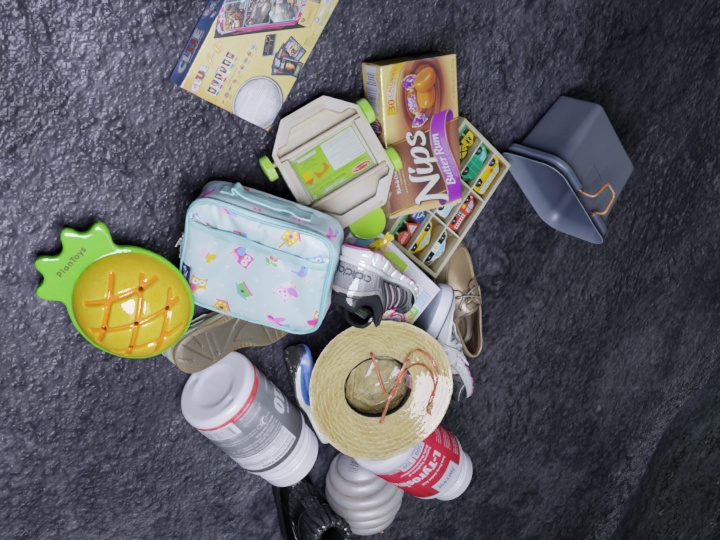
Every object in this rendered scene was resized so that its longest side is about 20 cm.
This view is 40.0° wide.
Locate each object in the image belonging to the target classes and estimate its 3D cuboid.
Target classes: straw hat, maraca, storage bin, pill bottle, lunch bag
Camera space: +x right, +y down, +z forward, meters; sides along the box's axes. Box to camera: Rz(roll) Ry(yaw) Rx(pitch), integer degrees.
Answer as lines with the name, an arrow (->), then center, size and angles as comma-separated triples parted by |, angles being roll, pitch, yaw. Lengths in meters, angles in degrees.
straw hat -> 0.021, 0.157, 1.361 | 0.199, 0.085, 0.204 | -1, 96, -12
maraca -> -0.286, 0.027, 1.165 | 0.137, 0.107, 0.200 | -48, 121, 3
storage bin -> 0.328, -0.156, 1.479 | 0.135, 0.145, 0.200 | -54, 133, -10
pill bottle -> -0.146, 0.209, 1.363 | 0.114, 0.114, 0.200 | -44, 133, -5
lunch bag -> -0.124, -0.018, 1.199 | 0.198, 0.077, 0.162 | 17, 125, 4
pill bottle -> 0.081, 0.269, 1.459 | 0.113, 0.112, 0.200 | -51, 134, 1

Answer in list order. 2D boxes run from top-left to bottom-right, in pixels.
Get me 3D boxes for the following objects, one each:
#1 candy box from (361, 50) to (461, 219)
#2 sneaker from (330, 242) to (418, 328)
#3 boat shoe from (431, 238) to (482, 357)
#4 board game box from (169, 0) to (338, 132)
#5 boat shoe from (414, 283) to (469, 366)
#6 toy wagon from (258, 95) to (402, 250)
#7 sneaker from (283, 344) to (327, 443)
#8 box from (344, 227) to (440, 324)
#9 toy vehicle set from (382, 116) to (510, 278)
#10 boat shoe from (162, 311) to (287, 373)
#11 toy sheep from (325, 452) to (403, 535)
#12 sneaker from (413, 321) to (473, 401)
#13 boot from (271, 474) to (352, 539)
candy box -> 0.069, -0.179, 1.303 | 0.116, 0.056, 0.202 | -13, 111, -25
sneaker -> 0.012, 0.032, 1.226 | 0.088, 0.073, 0.200 | -66, 157, -6
boat shoe -> 0.158, 0.042, 1.511 | 0.071, 0.064, 0.202 | -27, 126, -20
board game box -> -0.117, -0.280, 1.151 | 0.135, 0.035, 0.201 | 23, 102, -41
boat shoe -> 0.118, 0.116, 1.434 | 0.085, 0.075, 0.204 | 13, 112, -12
toy wagon -> -0.025, -0.113, 1.233 | 0.154, 0.040, 0.201 | -30, 91, -6
sneaker -> -0.049, 0.165, 1.422 | 0.088, 0.079, 0.201 | -24, 138, 0
box -> 0.000, 0.000, 1.351 | 0.113, 0.101, 0.200 | -51, 132, -1
toy vehicle set -> 0.120, -0.104, 1.412 | 0.124, 0.026, 0.201 | 35, 89, -40
boat shoe -> -0.168, 0.072, 1.315 | 0.200, 0.063, 0.074 | -28, 117, -28
toy sheep -> 0.007, 0.331, 1.535 | 0.137, 0.138, 0.202 | -27, 126, -20
sneaker -> 0.100, 0.131, 1.525 | 0.086, 0.080, 0.201 | -35, 118, -6
boot -> -0.064, 0.410, 1.507 | 0.079, 0.158, 0.212 | -31, 129, -16
